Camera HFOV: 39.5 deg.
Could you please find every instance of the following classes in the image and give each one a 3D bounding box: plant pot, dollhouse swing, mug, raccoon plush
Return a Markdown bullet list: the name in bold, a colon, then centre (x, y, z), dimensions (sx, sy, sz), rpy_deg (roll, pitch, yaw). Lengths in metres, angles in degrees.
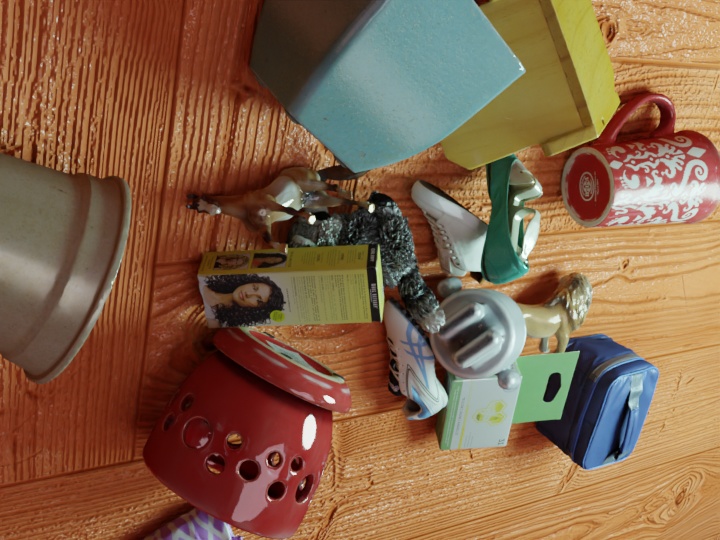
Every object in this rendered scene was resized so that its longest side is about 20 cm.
- **plant pot**: centre (-0.122, 0.172, 1.131), dimensions (0.199, 0.199, 0.185), rpy_deg (25, 91, -43)
- **dollhouse swing**: centre (0.181, -0.243, 1.187), dimensions (0.182, 0.174, 0.202), rpy_deg (-46, 116, -53)
- **mug**: centre (0.382, -0.142, 1.408), dimensions (0.197, 0.180, 0.134), rpy_deg (-8, 157, -29)
- **plant pot**: centre (-0.329, -0.028, 0.875), dimensions (0.182, 0.200, 0.202), rpy_deg (26, 98, -31)
- **raccoon plush**: centre (0.000, 0.000, 1.143), dimensions (0.133, 0.201, 0.097), rpy_deg (-27, 162, -21)
- **plant pot**: centre (0.005, -0.222, 1.010), dimensions (0.200, 0.197, 0.195), rpy_deg (-46, 134, 8)

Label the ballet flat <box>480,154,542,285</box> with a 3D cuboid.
- **ballet flat**: centre (0.192, -0.077, 1.240), dimensions (0.067, 0.069, 0.203), rpy_deg (38, 51, -50)

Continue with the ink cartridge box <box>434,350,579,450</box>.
- **ink cartridge box**: centre (0.212, 0.186, 1.430), dimensions (0.196, 0.048, 0.147), rpy_deg (-2, 130, -9)

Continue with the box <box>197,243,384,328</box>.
- **box**: centre (-0.075, 0.018, 1.101), dimensions (0.196, 0.050, 0.076), rpy_deg (-4, 123, 6)

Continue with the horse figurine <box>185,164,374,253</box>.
- **horse figurine**: centre (-0.072, -0.077, 1.087), dimensions (0.199, 0.131, 0.051), rpy_deg (-30, 128, -37)

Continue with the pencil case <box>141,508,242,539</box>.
- **pencil case**: centre (-0.238, 0.363, 1.224), dimensions (0.198, 0.085, 0.085), rpy_deg (-31, 131, -19)

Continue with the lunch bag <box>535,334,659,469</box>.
- **lunch bag**: centre (0.376, 0.217, 1.579), dimensions (0.134, 0.132, 0.203), rpy_deg (-7, 119, -34)

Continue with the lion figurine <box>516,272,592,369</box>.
- **lion figurine**: centre (0.249, 0.073, 1.441), dimensions (0.197, 0.072, 0.124), rpy_deg (-9, 117, -31)

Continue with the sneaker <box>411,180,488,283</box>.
- **sneaker**: centre (0.120, -0.039, 1.275), dimensions (0.199, 0.073, 0.085), rpy_deg (34, 98, -41)

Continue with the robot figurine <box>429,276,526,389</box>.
- **robot figurine**: centre (0.155, 0.081, 1.310), dimensions (0.112, 0.171, 0.200), rpy_deg (-31, 170, 14)

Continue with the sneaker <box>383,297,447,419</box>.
- **sneaker**: centre (0.063, 0.123, 1.329), dimensions (0.072, 0.072, 0.202), rpy_deg (-28, 126, -10)
